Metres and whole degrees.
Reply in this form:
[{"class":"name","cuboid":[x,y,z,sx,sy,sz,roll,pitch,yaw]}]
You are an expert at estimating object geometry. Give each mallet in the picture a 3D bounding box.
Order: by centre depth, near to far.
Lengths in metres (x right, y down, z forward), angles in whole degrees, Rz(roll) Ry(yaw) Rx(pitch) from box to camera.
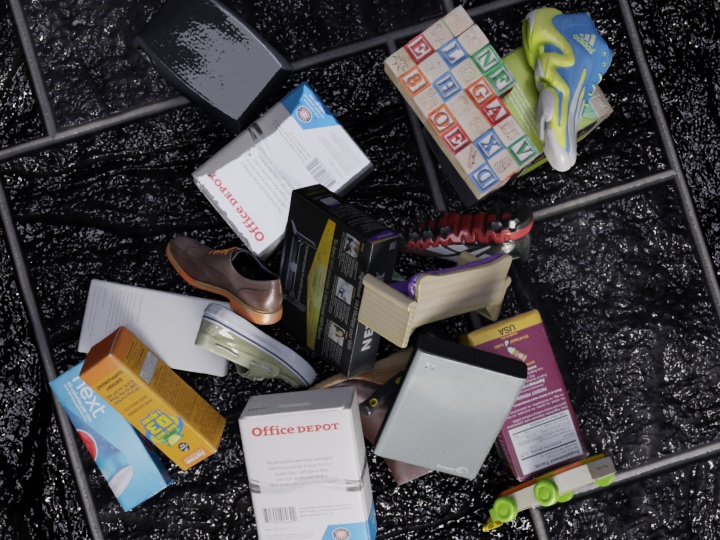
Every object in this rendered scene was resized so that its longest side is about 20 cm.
[{"class":"mallet","cuboid":[0.056,0.125,1.650,0.200,0.041,0.066,-26,77,-44]}]

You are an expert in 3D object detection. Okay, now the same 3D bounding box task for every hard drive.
[{"class":"hard drive","cuboid":[0.109,0.174,1.581,0.139,0.201,0.033,15,41,-6]},{"class":"hard drive","cuboid":[-0.203,-0.296,1.738,0.200,0.042,0.135,40,86,2]}]

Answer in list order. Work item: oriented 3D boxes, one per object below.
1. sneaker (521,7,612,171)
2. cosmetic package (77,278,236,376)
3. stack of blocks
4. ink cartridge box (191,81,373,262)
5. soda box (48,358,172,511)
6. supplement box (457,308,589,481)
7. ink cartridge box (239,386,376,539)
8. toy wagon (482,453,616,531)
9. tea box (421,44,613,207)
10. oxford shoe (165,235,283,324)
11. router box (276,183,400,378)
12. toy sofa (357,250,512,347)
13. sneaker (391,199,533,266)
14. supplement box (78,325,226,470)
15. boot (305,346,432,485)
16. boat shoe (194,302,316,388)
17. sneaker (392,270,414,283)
[{"class":"sneaker","cuboid":[0.260,-0.223,1.524,0.104,0.076,0.201,-9,86,-3]},{"class":"cosmetic package","cuboid":[-0.268,0.077,1.699,0.199,0.074,0.102,11,86,-2]},{"class":"stack of blocks","cuboid":[0.132,-0.201,1.528,0.115,0.059,0.200,-35,86,-1]},{"class":"ink cartridge box","cuboid":[-0.104,-0.131,1.707,0.200,0.086,0.147,-39,87,-2]},{"class":"soda box","cuboid":[-0.332,0.217,1.692,0.068,0.064,0.201,-31,87,-3]},{"class":"supplement box","cuboid":[0.211,0.161,1.670,0.103,0.131,0.201,-19,88,-3]},{"class":"ink cartridge box","cuboid":[-0.065,0.262,1.638,0.145,0.086,0.201,-6,103,9]},{"class":"toy wagon","cuboid":[0.234,0.291,1.653,0.200,0.155,0.040,-31,73,36]},{"class":"tea box","cuboid":[0.199,-0.196,1.659,0.196,0.200,0.134,-30,87,-4]},{"class":"oxford shoe","cuboid":[-0.176,-0.007,1.677,0.199,0.071,0.073,29,126,25]},{"class":"router box","cuboid":[-0.035,0.012,1.630,0.157,0.052,0.201,35,127,36]},{"class":"toy sofa","cuboid":[0.096,0.020,1.583,0.083,0.199,0.098,31,119,36]},{"class":"sneaker","cuboid":[0.139,-0.034,1.707,0.199,0.071,0.098,-5,126,18]},{"class":"supplement box","cuboid":[-0.268,0.168,1.651,0.066,0.069,0.200,-34,116,25]},{"class":"boot","cuboid":[0.020,0.209,1.691,0.199,0.072,0.167,-20,83,-6]},{"class":"boat shoe","cuboid":[-0.141,0.111,1.662,0.200,0.072,0.062,37,78,-36]},{"class":"sneaker","cuboid":[0.001,0.000,1.684,0.200,0.118,0.074,32,88,3]}]
